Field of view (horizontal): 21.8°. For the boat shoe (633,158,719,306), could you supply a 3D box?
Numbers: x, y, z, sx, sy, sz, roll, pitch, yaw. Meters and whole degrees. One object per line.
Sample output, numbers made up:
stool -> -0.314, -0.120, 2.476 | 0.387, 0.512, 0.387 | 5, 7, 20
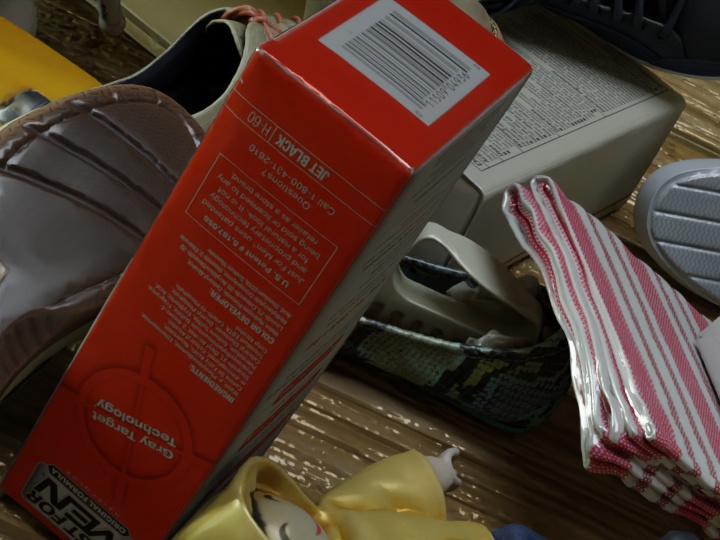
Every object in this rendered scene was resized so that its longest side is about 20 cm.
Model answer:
boat shoe -> 0.217, -0.011, 0.948 | 0.200, 0.072, 0.062 | 16, 10, -24

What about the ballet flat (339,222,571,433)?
ballet flat -> 0.000, 0.000, 0.761 | 0.200, 0.074, 0.074 | 20, 34, -12

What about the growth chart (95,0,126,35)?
growth chart -> -0.178, -0.181, 0.839 | 0.200, 0.145, 0.018 | 38, 77, 11

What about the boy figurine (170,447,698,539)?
boy figurine -> 0.026, 0.106, 0.645 | 0.200, 0.064, 0.124 | 17, 38, -22

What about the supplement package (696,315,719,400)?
supplement package -> 0.268, 0.073, 0.737 | 0.200, 0.151, 0.152 | 31, 29, -31

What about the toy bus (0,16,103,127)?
toy bus -> -0.172, -0.035, 0.672 | 0.065, 0.078, 0.200 | 35, 34, 8

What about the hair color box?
hair color box -> -0.033, 0.005, 0.607 | 0.061, 0.200, 0.102 | 38, 34, 6

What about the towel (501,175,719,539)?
towel -> 0.134, 0.059, 0.758 | 0.200, 0.030, 0.147 | 37, 26, -39

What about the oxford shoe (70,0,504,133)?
oxford shoe -> -0.025, -0.073, 0.734 | 0.200, 0.075, 0.070 | -31, 40, -26

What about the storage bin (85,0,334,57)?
storage bin -> -0.086, -0.204, 0.834 | 0.198, 0.200, 0.094 | 40, 60, 16

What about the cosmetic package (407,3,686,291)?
cosmetic package -> 0.059, -0.063, 0.882 | 0.104, 0.073, 0.200 | 41, 36, 19

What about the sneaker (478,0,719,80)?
sneaker -> 0.102, -0.137, 0.864 | 0.202, 0.077, 0.146 | 25, 20, 16

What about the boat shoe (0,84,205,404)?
boat shoe -> -0.129, 0.008, 0.626 | 0.075, 0.075, 0.202 | 50, 48, -6

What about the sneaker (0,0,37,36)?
sneaker -> -0.230, -0.149, 0.804 | 0.200, 0.078, 0.099 | 38, 56, 7
